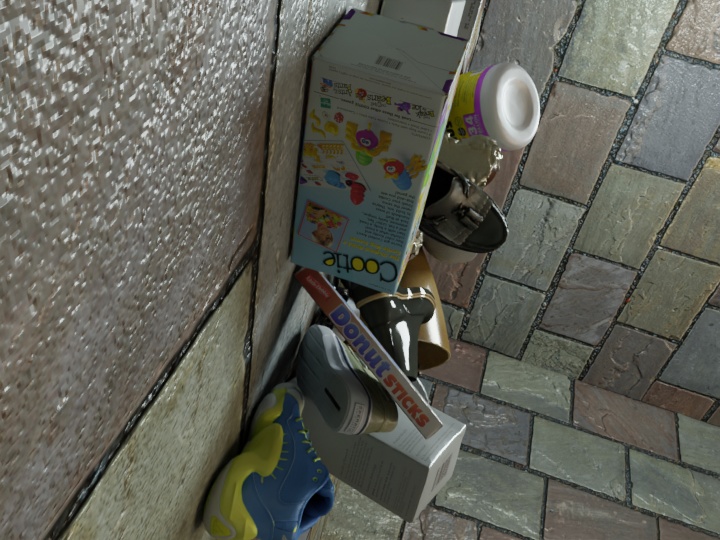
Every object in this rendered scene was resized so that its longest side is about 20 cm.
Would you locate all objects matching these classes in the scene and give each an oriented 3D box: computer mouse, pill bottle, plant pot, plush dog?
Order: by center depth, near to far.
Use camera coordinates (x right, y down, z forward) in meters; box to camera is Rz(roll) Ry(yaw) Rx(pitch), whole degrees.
[{"bbox_3d":[0.039,-0.110,0.799,0.200,0.161,0.172,-44,-175,-6],"label":"plush dog"},{"bbox_3d":[0.124,-0.197,0.889,0.199,0.104,0.105,-1,-116,50],"label":"pill bottle"},{"bbox_3d":[-0.029,0.068,0.947,0.200,0.043,0.111,-25,131,-81],"label":"computer mouse"},{"bbox_3d":[0.057,0.049,1.145,0.187,0.184,0.202,94,-1,-65],"label":"plant pot"}]

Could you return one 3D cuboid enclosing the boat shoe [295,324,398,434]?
[{"bbox_3d":[-0.021,0.121,0.738,0.073,0.062,0.200,-64,-156,11],"label":"boat shoe"}]

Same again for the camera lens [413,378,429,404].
[{"bbox_3d":[0.011,0.209,1.016,0.200,0.159,0.161,137,-28,-78],"label":"camera lens"}]

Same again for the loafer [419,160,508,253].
[{"bbox_3d":[0.066,-0.079,0.680,0.072,0.199,0.063,-55,-173,5],"label":"loafer"}]

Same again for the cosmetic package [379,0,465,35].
[{"bbox_3d":[0.067,-0.262,0.773,0.200,0.073,0.103,-64,169,-67],"label":"cosmetic package"}]

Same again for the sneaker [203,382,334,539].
[{"bbox_3d":[-0.068,0.190,0.658,0.200,0.104,0.076,-61,168,-58],"label":"sneaker"}]

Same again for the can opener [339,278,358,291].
[{"bbox_3d":[0.000,0.000,0.946,0.078,0.064,0.200,-34,158,-11],"label":"can opener"}]

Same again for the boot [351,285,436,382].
[{"bbox_3d":[0.061,0.096,0.940,0.199,0.077,0.140,12,57,-57],"label":"boot"}]

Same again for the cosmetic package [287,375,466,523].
[{"bbox_3d":[0.008,0.187,0.799,0.113,0.199,0.082,-23,132,-55],"label":"cosmetic package"}]

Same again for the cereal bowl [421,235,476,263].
[{"bbox_3d":[0.128,-0.107,1.136,0.200,0.082,0.202,172,-90,-79],"label":"cereal bowl"}]

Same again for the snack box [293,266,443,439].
[{"bbox_3d":[0.009,0.079,0.679,0.024,0.200,0.072,-39,171,-2],"label":"snack box"}]

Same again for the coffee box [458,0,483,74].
[{"bbox_3d":[0.140,-0.365,1.080,0.200,0.079,0.114,15,91,-83],"label":"coffee box"}]

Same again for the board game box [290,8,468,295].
[{"bbox_3d":[0.012,-0.096,0.585,0.103,0.104,0.201,-66,171,-47],"label":"board game box"}]
